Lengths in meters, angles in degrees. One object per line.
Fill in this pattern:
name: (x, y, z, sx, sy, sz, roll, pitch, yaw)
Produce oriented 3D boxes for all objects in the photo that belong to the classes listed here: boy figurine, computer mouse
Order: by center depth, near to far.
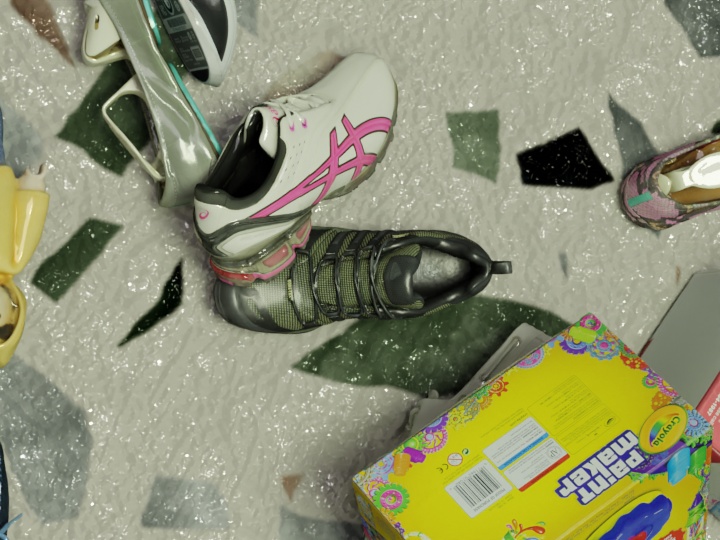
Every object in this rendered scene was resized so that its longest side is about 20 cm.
boy figurine: (-0.262, -0.034, 1.082, 0.124, 0.064, 0.201, -6, 85, -20)
computer mouse: (-0.128, -0.221, 1.125, 0.044, 0.110, 0.201, -29, 105, -18)

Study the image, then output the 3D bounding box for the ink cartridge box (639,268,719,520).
ink cartridge box: (0.311, 0.113, 1.209, 0.200, 0.145, 0.146, 40, 76, -11)

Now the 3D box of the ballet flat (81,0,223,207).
ballet flat: (-0.153, -0.137, 1.122, 0.063, 0.067, 0.201, -25, 94, -9)

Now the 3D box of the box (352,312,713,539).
box: (0.118, 0.171, 1.108, 0.200, 0.193, 0.122, -33, 54, -16)

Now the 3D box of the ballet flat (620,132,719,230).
ballet flat: (0.291, -0.082, 1.254, 0.199, 0.071, 0.069, -21, 92, -18)

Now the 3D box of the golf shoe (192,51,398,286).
golf shoe: (-0.039, -0.085, 1.122, 0.072, 0.092, 0.200, 19, 58, 28)

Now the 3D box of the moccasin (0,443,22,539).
moccasin: (-0.259, 0.194, 1.065, 0.080, 0.068, 0.201, 6, 85, -17)

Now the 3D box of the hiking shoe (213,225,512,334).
hiking shoe: (0.000, 0.000, 1.142, 0.199, 0.101, 0.076, -9, 89, -18)

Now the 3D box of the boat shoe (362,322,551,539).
boat shoe: (0.067, 0.117, 1.179, 0.200, 0.071, 0.070, -45, 68, -5)
